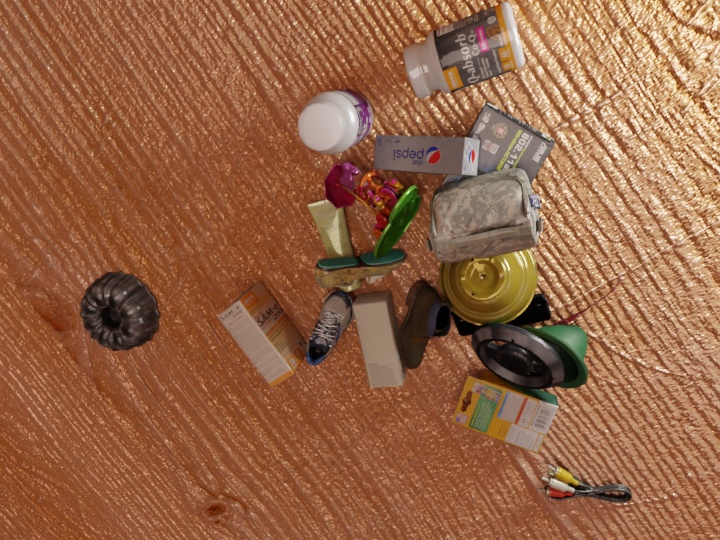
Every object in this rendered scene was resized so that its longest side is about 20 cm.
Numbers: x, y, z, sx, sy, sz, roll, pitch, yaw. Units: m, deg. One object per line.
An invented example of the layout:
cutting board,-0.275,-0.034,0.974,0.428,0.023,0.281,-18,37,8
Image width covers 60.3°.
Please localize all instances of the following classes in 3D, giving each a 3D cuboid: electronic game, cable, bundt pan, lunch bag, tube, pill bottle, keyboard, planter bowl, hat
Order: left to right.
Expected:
bundt pan,-0.595,0.109,1.507,0.199,0.076,0.204,5,110,13
pill bottle,-0.048,-0.279,1.164,0.111,0.200,0.114,5,110,13
tube,-0.047,-0.055,1.326,0.052,0.058,0.202,2,113,60
pill bottle,0.185,-0.388,1.112,0.198,0.116,0.117,-16,104,19
planter bowl,0.244,0.012,1.219,0.198,0.083,0.203,0,90,19
lunch bag,0.222,-0.088,1.104,0.198,0.168,0.141,-11,113,18
keyboard,0.290,0.077,1.296,0.198,0.040,0.105,-13,128,17
electronic game,0.318,0.176,1.260,0.199,0.042,0.201,26,151,16
hat,0.432,0.123,1.275,0.199,0.176,0.166,3,132,52
cable,0.491,0.492,1.368,0.198,0.050,0.098,17,115,9

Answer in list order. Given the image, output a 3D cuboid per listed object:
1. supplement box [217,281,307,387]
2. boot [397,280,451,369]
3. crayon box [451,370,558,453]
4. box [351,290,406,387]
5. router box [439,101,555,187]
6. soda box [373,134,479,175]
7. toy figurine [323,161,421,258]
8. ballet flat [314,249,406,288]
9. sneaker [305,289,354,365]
supplement box,-0.211,0.140,1.390,0.073,0.126,0.201,-33,99,23
boot,0.135,0.132,1.303,0.074,0.097,0.202,-7,112,-29
crayon box,0.312,0.301,1.349,0.198,0.052,0.127,19,112,7
box,0.043,0.152,1.359,0.081,0.068,0.202,-6,106,16
router box,0.255,-0.196,1.188,0.149,0.062,0.201,28,113,2
soda box,0.122,-0.218,1.172,0.198,0.063,0.069,10,101,36
toy figurine,0.008,-0.149,1.221,0.183,0.200,0.150,37,69,12
ballet flat,0.000,0.000,1.292,0.198,0.071,0.072,-9,109,-17
sneaker,-0.070,0.133,1.357,0.076,0.085,0.201,24,124,5
